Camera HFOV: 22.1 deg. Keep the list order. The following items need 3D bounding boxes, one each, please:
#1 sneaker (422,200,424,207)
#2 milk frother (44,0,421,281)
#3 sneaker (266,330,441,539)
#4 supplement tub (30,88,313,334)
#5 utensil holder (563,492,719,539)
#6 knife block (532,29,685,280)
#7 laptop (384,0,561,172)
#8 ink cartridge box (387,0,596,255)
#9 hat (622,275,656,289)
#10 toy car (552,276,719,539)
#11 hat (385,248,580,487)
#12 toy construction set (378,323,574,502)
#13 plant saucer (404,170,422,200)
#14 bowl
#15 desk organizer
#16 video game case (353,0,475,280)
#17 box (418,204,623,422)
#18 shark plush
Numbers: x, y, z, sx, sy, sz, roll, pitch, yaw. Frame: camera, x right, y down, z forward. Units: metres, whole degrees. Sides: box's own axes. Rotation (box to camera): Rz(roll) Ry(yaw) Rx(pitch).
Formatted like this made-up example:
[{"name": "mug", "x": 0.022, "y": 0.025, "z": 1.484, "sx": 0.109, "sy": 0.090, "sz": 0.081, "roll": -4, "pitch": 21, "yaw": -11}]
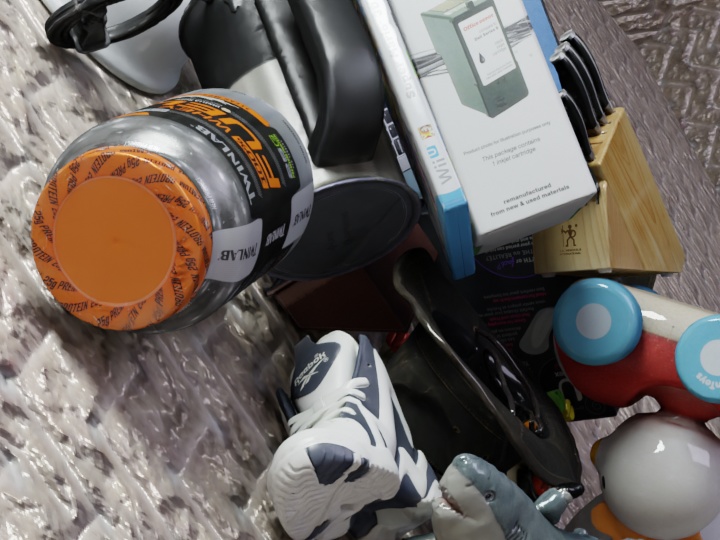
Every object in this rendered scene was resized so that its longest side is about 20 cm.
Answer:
[{"name": "sneaker", "x": 0.020, "y": -0.095, "z": 1.632, "sx": 0.200, "sy": 0.076, "sz": 0.088, "roll": 48, "pitch": -18, "yaw": 13}, {"name": "milk frother", "x": -0.084, "y": -0.104, "z": 1.204, "sx": 0.181, "sy": 0.199, "sz": 0.189, "roll": 81, "pitch": -10, "yaw": -61}, {"name": "sneaker", "x": -0.022, "y": 0.092, "z": 1.122, "sx": 0.130, "sy": 0.079, "sz": 0.199, "roll": 61, "pitch": 18, "yaw": 22}, {"name": "supplement tub", "x": -0.106, "y": -0.035, "z": 1.052, "sx": 0.123, "sy": 0.122, "sz": 0.200, "roll": 55, "pitch": 17, "yaw": -3}, {"name": "utensil holder", "x": 0.256, "y": 0.270, "z": 1.399, "sx": 0.170, "sy": 0.170, "sz": 0.200, "roll": 35, "pitch": 24, "yaw": -49}, {"name": "knife block", "x": 0.174, "y": -0.083, "z": 1.381, "sx": 0.200, "sy": 0.064, "sz": 0.176, "roll": 3, "pitch": 84, "yaw": -57}, {"name": "laptop", "x": 0.032, "y": -0.168, "z": 1.361, "sx": 0.200, "sy": 0.116, "sz": 0.188, "roll": -30, "pitch": 101, "yaw": -42}, {"name": "ink cartridge box", "x": 0.078, "y": -0.121, "z": 1.229, "sx": 0.146, "sy": 0.084, "sz": 0.201, "roll": 79, "pitch": -9, "yaw": -85}, {"name": "hat", "x": 0.156, "y": 0.005, "z": 1.597, "sx": 0.201, "sy": 0.200, "sz": 0.081, "roll": 56, "pitch": 33, "yaw": 1}, {"name": "toy car", "x": 0.209, "y": 0.118, "z": 1.339, "sx": 0.176, "sy": 0.201, "sz": 0.184, "roll": 17, "pitch": 3, "yaw": 18}, {"name": "hat", "x": 0.063, "y": 0.085, "z": 1.232, "sx": 0.201, "sy": 0.081, "sz": 0.201, "roll": 49, "pitch": 15, "yaw": -17}, {"name": "toy construction set", "x": 0.096, "y": 0.110, "z": 1.379, "sx": 0.200, "sy": 0.092, "sz": 0.131, "roll": 37, "pitch": 39, "yaw": -34}, {"name": "plant saucer", "x": 0.021, "y": -0.137, "z": 1.579, "sx": 0.199, "sy": 0.027, "sz": 0.201, "roll": 11, "pitch": 55, "yaw": -15}, {"name": "bowl", "x": -0.164, "y": -0.232, "z": 1.315, "sx": 0.201, "sy": 0.090, "sz": 0.201, "roll": 49, "pitch": 18, "yaw": -23}, {"name": "desk organizer", "x": 0.000, "y": 0.000, "z": 1.364, "sx": 0.077, "sy": 0.072, "sz": 0.200, "roll": 55, "pitch": 17, "yaw": -9}, {"name": "video game case", "x": 0.029, "y": -0.105, "z": 1.186, "sx": 0.143, "sy": 0.018, "sz": 0.200, "roll": 74, "pitch": -5, "yaw": -72}, {"name": "box", "x": 0.141, "y": 0.015, "z": 1.497, "sx": 0.106, "sy": 0.122, "sz": 0.201, "roll": -50, "pitch": 127, "yaw": -57}, {"name": "shark plush", "x": 0.121, "y": 0.170, "z": 1.154, "sx": 0.200, "sy": 0.084, "sz": 0.091, "roll": 18, "pitch": 4, "yaw": -29}]
